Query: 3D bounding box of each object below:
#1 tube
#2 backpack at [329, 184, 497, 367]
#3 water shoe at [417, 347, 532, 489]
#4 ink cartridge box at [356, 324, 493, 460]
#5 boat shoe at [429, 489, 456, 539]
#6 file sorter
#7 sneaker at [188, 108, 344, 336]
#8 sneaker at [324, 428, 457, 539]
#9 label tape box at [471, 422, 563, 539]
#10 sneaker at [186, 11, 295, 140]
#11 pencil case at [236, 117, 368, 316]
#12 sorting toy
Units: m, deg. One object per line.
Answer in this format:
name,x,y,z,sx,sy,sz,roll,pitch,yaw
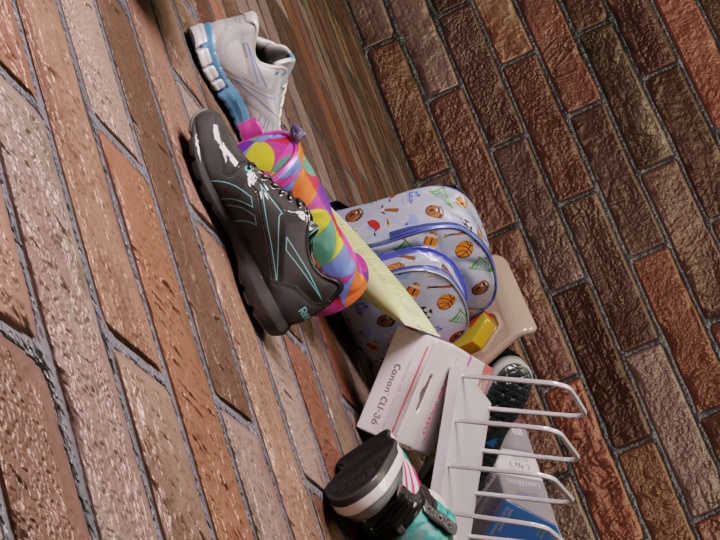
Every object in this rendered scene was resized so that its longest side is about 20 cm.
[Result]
tube,0.000,0.000,1.663,0.200,0.058,0.052,44,-37,28
backpack,0.053,0.000,1.780,0.200,0.189,0.155,59,8,-48
water shoe,0.126,0.178,1.826,0.071,0.201,0.079,32,10,-21
ink cartridge box,0.064,0.129,1.675,0.117,0.067,0.200,-68,157,-5
boat shoe,0.080,0.306,1.524,0.203,0.072,0.060,66,17,-11
file sorter,0.147,0.217,1.629,0.139,0.124,0.201,49,49,-63
sneaker,-0.082,-0.049,1.363,0.075,0.079,0.201,-19,85,-83
sneaker,0.028,0.213,1.383,0.121,0.083,0.200,57,6,-1
label tape box,0.155,0.289,1.845,0.201,0.063,0.145,-105,-146,-50
sneaker,-0.099,-0.184,1.647,0.200,0.086,0.075,61,7,-50
pencil case,-0.060,-0.046,1.518,0.089,0.088,0.201,-105,172,-48
sorting toy,0.098,0.077,1.853,0.036,0.200,0.185,46,13,-25
